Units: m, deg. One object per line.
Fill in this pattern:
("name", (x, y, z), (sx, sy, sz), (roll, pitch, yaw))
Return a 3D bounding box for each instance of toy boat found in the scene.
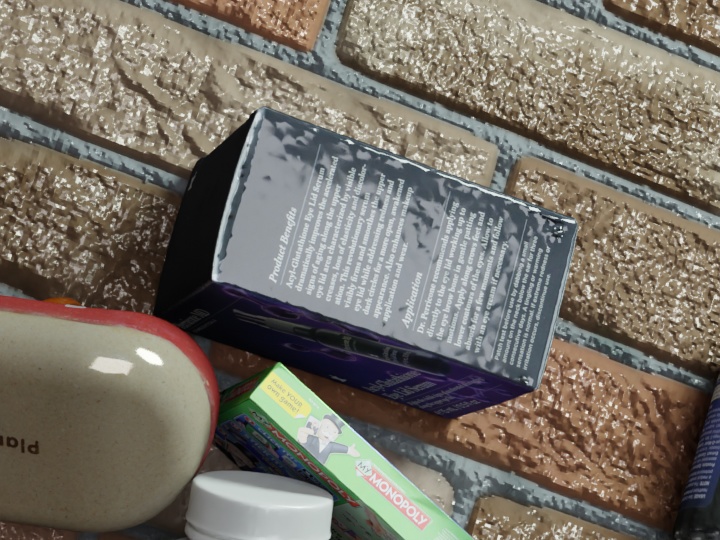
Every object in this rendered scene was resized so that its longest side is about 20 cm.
("toy boat", (-0.173, 0.060, 1.406), (0.199, 0.131, 0.131), (8, 121, 7))

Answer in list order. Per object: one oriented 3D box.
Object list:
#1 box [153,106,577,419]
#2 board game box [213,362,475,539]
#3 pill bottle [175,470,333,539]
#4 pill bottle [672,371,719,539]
("box", (0.000, 0.000, 1.452), (0.199, 0.148, 0.105), (18, 76, -13))
("board game box", (0.002, 0.136, 1.434), (0.200, 0.135, 0.029), (43, 70, -7))
("pill bottle", (-0.065, 0.215, 1.384), (0.109, 0.109, 0.201), (6, 97, -16))
("pill bottle", (0.250, 0.131, 1.526), (0.111, 0.112, 0.201), (23, 75, -12))
